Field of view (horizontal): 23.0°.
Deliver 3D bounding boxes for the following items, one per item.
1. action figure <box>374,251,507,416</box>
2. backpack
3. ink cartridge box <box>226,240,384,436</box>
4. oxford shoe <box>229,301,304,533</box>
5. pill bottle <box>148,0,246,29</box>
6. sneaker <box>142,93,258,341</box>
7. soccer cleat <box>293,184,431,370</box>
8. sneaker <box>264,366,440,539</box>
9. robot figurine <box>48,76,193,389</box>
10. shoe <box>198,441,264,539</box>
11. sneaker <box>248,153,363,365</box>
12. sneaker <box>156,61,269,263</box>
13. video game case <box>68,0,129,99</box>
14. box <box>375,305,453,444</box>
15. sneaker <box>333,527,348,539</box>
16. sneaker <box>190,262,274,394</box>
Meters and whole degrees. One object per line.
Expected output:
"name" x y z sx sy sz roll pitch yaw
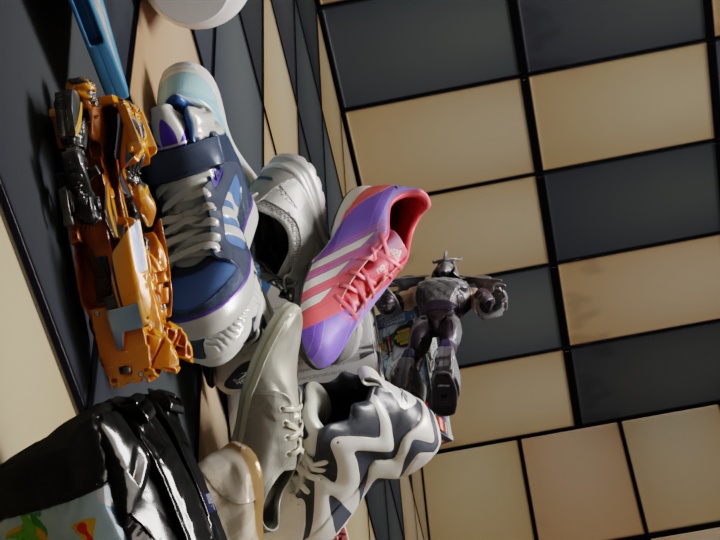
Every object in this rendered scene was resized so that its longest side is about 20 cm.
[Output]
"action figure" 0.072 0.051 1.643 0.201 0.129 0.070 -78 152 -46
"backpack" -0.113 0.175 0.847 0.201 0.153 0.163 58 2 0
"ink cartridge box" -0.053 0.085 1.671 0.084 0.144 0.201 72 9 -64
"oxford shoe" -0.070 0.125 1.445 0.075 0.057 0.202 -8 113 -71
"pill bottle" -0.145 -0.279 1.606 0.200 0.103 0.105 -86 165 -71
"sneaker" -0.141 -0.054 1.397 0.201 0.080 0.147 -83 151 -55
"soccer cleat" 0.000 0.000 1.518 0.068 0.073 0.201 57 41 -34
"sneaker" -0.041 0.157 1.523 0.130 0.198 0.080 48 15 -35
"robot figurine" -0.157 -0.028 1.154 0.145 0.058 0.202 -61 141 -87
"shoe" -0.100 0.233 1.375 0.053 0.070 0.202 -24 114 -41
"sneaker" -0.061 0.001 1.569 0.082 0.074 0.201 -39 118 -41
"sneaker" -0.134 -0.078 1.544 0.082 0.073 0.201 -85 155 -58
"video game case" -0.200 -0.229 1.175 0.201 0.018 0.144 75 -5 -48
"box" -0.015 0.126 1.729 0.040 0.199 0.138 37 39 -56
"sneaker" -0.046 0.322 1.758 0.082 0.077 0.202 -96 -175 -85
"sneaker" -0.105 0.061 1.482 0.199 0.079 0.130 -115 -177 -66
